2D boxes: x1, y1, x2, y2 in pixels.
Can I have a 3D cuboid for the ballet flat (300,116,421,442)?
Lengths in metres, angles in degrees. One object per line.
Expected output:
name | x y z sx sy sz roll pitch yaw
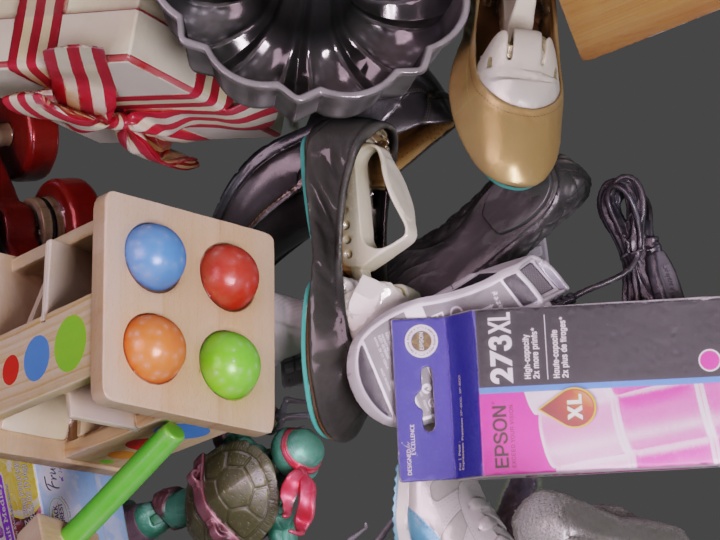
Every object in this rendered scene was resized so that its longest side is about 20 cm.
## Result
ballet flat | 0.000 0.000 1.408 0.068 0.068 0.200 -11 75 31

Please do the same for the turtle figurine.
turtle figurine | -0.067 0.142 1.463 0.200 0.101 0.150 -36 56 30

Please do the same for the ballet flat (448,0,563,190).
ballet flat | 0.088 -0.135 1.402 0.063 0.069 0.200 107 166 -44

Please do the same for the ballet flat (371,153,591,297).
ballet flat | 0.060 0.001 1.436 0.200 0.057 0.067 -38 59 26

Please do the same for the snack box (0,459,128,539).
snack box | -0.239 0.124 1.542 0.200 0.068 0.169 -22 77 52

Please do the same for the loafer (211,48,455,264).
loafer | -0.023 -0.055 1.498 0.200 0.073 0.072 -49 61 15

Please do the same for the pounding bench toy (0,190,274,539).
pounding bench toy | -0.135 0.076 1.398 0.156 0.124 0.200 -21 62 45

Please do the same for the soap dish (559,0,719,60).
soap dish | 0.175 -0.245 1.405 0.157 0.081 0.200 -20 67 29

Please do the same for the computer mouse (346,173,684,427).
computer mouse | 0.086 0.028 1.370 0.200 0.044 0.110 -21 90 0

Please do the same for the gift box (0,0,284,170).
gift box | -0.144 -0.175 1.540 0.200 0.184 0.187 0 76 40

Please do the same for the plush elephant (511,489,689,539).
plush elephant | 0.150 0.217 1.268 0.155 0.200 0.165 -55 50 38

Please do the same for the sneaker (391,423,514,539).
sneaker | 0.071 0.180 1.377 0.081 0.076 0.200 -16 75 21

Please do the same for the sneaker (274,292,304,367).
sneaker | -0.093 0.059 1.506 0.200 0.075 0.089 -6 68 48

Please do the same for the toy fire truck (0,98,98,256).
toy fire truck | -0.274 -0.027 1.650 0.168 0.112 0.200 -55 52 42

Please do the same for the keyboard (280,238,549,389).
keyboard | 0.031 0.020 1.477 0.200 0.011 0.056 -21 67 28

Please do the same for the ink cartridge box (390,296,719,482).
ink cartridge box | 0.118 0.067 1.327 0.200 0.037 0.095 -3 83 3

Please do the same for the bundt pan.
bundt pan | -0.032 -0.175 1.432 0.202 0.076 0.202 3 67 -6
